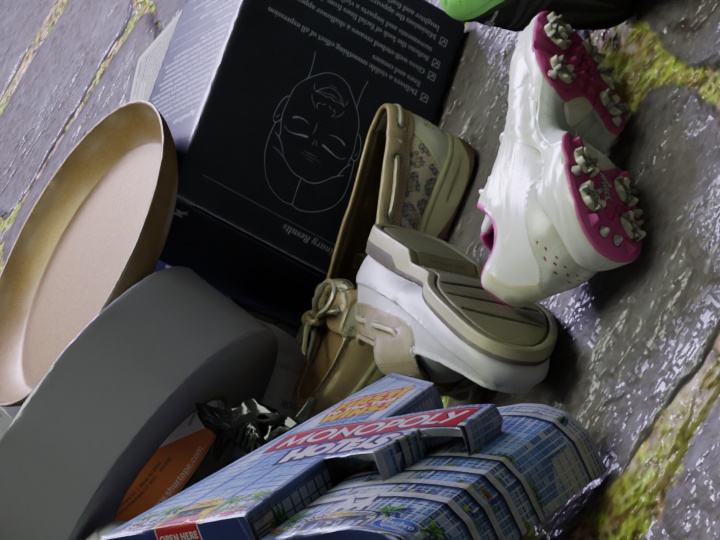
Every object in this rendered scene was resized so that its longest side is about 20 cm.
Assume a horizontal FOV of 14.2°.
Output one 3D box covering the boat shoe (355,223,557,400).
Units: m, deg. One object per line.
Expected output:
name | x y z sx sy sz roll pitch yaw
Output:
boat shoe | 0.048 0.036 1.558 0.200 0.075 0.069 -134 60 -67

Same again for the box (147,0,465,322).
box | -0.046 -0.089 1.789 0.107 0.148 0.201 -21 45 58

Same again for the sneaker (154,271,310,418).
sneaker | -0.118 0.049 1.787 0.200 0.074 0.087 19 91 30

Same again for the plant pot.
plant pot | -0.162 -0.006 1.712 0.200 0.027 0.200 -45 29 34

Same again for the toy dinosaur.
toy dinosaur | -0.037 0.148 1.608 0.199 0.102 0.136 -6 69 23

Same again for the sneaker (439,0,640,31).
sneaker | 0.135 -0.180 1.600 0.200 0.084 0.077 -12 66 40

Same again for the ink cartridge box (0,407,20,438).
ink cartridge box | -0.180 0.158 1.802 0.039 0.200 0.100 -23 -31 -45

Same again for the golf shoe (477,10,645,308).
golf shoe | 0.094 -0.061 1.542 0.091 0.075 0.200 -38 30 27

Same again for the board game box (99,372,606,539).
board game box | 0.009 0.106 1.437 0.200 0.062 0.200 -13 13 40

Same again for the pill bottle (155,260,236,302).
pill bottle | -0.143 0.034 1.904 0.112 0.112 0.201 -28 39 53

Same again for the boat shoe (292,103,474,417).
boat shoe | 0.000 0.000 1.693 0.073 0.063 0.201 -15 48 59

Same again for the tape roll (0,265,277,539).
tape roll | -0.134 0.096 1.661 0.200 0.066 0.200 -48 -15 -17

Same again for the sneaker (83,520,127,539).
sneaker | -0.057 0.174 1.539 0.200 0.074 0.116 43 103 28

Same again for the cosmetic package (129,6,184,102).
cosmetic package | -0.084 -0.159 2.047 0.200 0.073 0.104 -42 29 39
